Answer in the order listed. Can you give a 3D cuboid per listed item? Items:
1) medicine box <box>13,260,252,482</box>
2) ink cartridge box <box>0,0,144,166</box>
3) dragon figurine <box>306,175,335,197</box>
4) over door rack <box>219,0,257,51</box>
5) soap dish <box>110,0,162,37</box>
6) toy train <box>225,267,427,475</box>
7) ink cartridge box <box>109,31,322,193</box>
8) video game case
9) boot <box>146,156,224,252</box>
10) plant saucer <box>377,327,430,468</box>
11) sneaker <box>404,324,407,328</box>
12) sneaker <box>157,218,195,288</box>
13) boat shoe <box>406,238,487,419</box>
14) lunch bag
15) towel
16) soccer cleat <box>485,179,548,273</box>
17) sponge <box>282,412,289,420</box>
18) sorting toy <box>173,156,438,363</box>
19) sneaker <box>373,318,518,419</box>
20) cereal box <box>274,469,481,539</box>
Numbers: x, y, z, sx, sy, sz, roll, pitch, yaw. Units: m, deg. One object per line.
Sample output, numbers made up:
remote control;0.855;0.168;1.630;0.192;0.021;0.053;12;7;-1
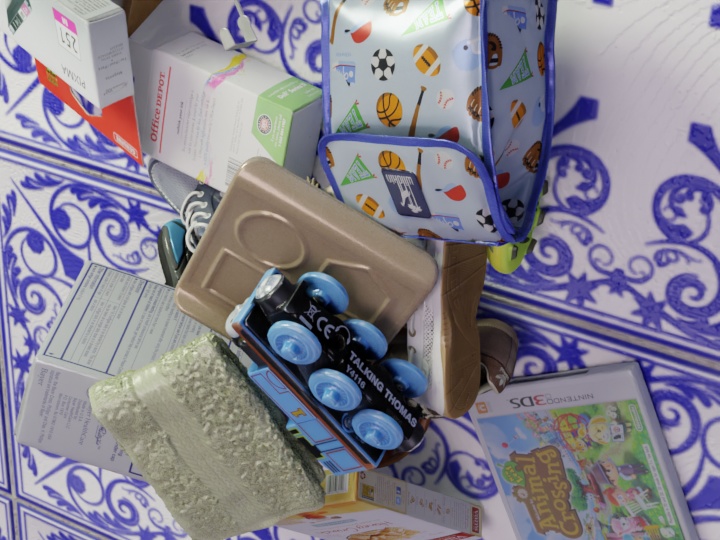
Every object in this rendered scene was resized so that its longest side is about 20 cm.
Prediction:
medicine box;-0.201;0.103;1.285;0.199;0.182;0.103;19;119;-5
ink cartridge box;-0.284;-0.205;1.281;0.200;0.043;0.174;37;142;35
dragon figurine;0.008;-0.069;1.228;0.200;0.099;0.059;-40;64;48
over door rack;-0.074;-0.305;1.160;0.147;0.066;0.201;-22;79;38
soap dish;-0.227;-0.330;1.206;0.158;0.081;0.200;52;150;14
toy train;-0.032;0.086;1.132;0.114;0.087;0.200;-22;119;44
ink cartridge box;-0.139;-0.149;1.289;0.199;0.067;0.117;27;126;19
video game case;0.206;0.189;1.264;0.182;0.022;0.201;-12;106;36
boot;-0.148;-0.055;1.326;0.200;0.090;0.073;30;126;17
plant saucer;-0.014;0.105;1.358;0.200;0.032;0.201;15;120;27
sneaker;0.000;0.000;1.217;0.199;0.072;0.080;11;154;-14
sneaker;-0.180;0.045;1.406;0.082;0.073;0.201;-6;109;33
boat shoe;0.062;0.026;1.155;0.069;0.071;0.201;13;107;37
lunch bag;0.058;-0.123;1.061;0.170;0.124;0.201;7;102;40
towel;-0.132;0.154;1.182;0.148;0.037;0.200;-25;115;16
soccer cleat;0.111;-0.097;1.159;0.083;0.065;0.201;6;112;29
sponge;-0.057;0.102;1.310;0.112;0.030;0.201;58;140;43
sorting toy;-0.050;0.008;1.153;0.185;0.037;0.200;30;135;-5
sneaker;0.050;0.102;1.242;0.199;0.076;0.071;-23;120;27
cereal box;0.006;0.238;1.322;0.144;0.200;0.040;-17;60;38
